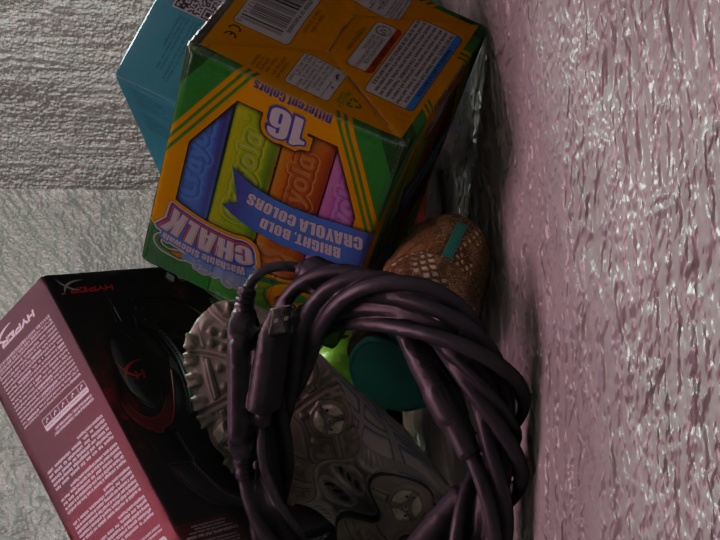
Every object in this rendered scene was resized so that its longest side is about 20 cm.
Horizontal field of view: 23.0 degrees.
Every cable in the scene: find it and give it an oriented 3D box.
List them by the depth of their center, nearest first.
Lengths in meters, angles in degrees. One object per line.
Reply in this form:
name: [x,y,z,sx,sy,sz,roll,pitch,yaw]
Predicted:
cable: [0.008,0.094,0.862,0.051,0.163,0.200,-21,-65,-60]

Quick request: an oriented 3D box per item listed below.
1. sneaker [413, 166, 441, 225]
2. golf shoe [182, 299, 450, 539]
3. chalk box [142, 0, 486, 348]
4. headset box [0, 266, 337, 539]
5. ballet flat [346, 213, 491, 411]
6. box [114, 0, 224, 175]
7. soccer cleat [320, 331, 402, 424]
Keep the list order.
sneaker: [0.000,0.000,1.119,0.200,0.082,0.077,98,169,-45]
golf shoe: [-0.018,0.092,0.966,0.200,0.078,0.097,49,-168,-8]
chalk box: [-0.032,-0.052,0.962,0.125,0.124,0.200,-58,-10,-45]
headset box: [-0.099,0.099,0.980,0.075,0.149,0.200,-43,68,31]
ballet flat: [0.037,0.023,0.971,0.065,0.070,0.200,-63,1,-21]
box: [-0.092,-0.106,1.050,0.082,0.049,0.200,-63,-7,-12]
soccer cleat: [0.007,0.130,1.121,0.081,0.067,0.200,-60,-35,-56]
